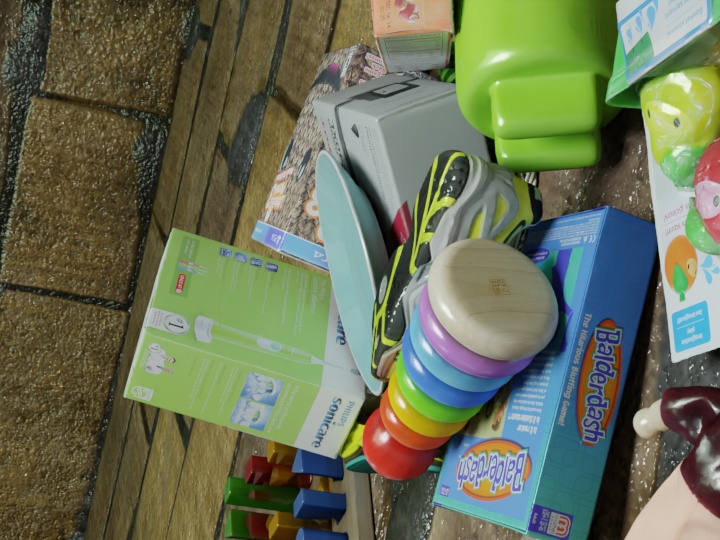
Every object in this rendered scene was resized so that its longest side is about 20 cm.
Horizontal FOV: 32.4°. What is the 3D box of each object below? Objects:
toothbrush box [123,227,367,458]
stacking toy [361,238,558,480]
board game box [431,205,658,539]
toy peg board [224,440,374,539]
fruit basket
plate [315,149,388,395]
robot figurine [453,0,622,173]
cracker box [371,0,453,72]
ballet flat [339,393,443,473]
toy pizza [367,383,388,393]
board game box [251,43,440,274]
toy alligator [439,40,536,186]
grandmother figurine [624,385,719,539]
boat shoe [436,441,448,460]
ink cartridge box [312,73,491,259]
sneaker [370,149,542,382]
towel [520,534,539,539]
[{"bbox_3d":[-0.096,0.064,1.112,0.146,0.198,0.087,-87,16,-51],"label":"toothbrush box"},{"bbox_3d":[0.049,0.072,0.806,0.201,0.084,0.086,119,155,-44],"label":"stacking toy"},{"bbox_3d":[0.116,0.067,0.802,0.152,0.045,0.202,171,116,-72],"label":"board game box"},{"bbox_3d":[-0.070,0.247,1.234,0.200,0.097,0.201,117,155,-43],"label":"toy peg board"},{"bbox_3d":[0.188,-0.070,0.616,0.185,0.093,0.203,145,129,-66],"label":"fruit basket"},{"bbox_3d":[0.000,0.000,1.004,0.200,0.025,0.203,167,90,-81],"label":"plate"},{"bbox_3d":[0.120,-0.167,0.838,0.176,0.114,0.202,65,-158,-62],"label":"robot figurine"},{"bbox_3d":[0.036,-0.225,0.906,0.200,0.057,0.136,-33,-60,-87],"label":"cracker box"},{"bbox_3d":[0.028,0.136,1.047,0.200,0.066,0.068,152,129,-70],"label":"ballet flat"},{"bbox_3d":[0.016,0.017,1.199,0.200,0.031,0.203,-170,90,-72],"label":"toy pizza"},{"bbox_3d":[-0.014,-0.100,1.184,0.202,0.096,0.159,-68,15,0],"label":"board game box"},{"bbox_3d":[0.096,-0.135,0.997,0.201,0.054,0.060,-99,25,-46],"label":"toy alligator"},{"bbox_3d":[0.178,0.107,0.613,0.121,0.060,0.201,49,129,33],"label":"grandmother figurine"},{"bbox_3d":[0.055,0.080,0.987,0.200,0.064,0.074,-114,36,-62],"label":"boat shoe"},{"bbox_3d":[0.038,-0.076,1.010,0.200,0.083,0.147,-146,38,-70],"label":"ink cartridge box"},{"bbox_3d":[0.058,0.011,0.840,0.201,0.076,0.076,116,162,-44],"label":"sneaker"},{"bbox_3d":[0.108,0.270,0.769,0.201,0.034,0.194,-105,30,-54],"label":"towel"}]
